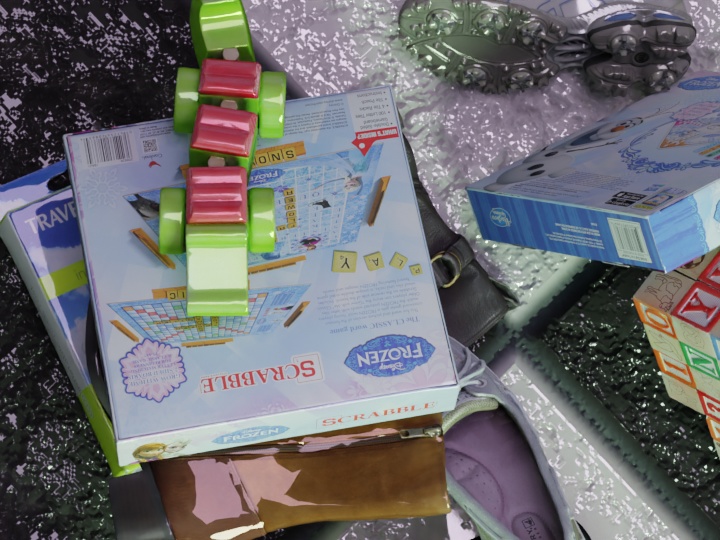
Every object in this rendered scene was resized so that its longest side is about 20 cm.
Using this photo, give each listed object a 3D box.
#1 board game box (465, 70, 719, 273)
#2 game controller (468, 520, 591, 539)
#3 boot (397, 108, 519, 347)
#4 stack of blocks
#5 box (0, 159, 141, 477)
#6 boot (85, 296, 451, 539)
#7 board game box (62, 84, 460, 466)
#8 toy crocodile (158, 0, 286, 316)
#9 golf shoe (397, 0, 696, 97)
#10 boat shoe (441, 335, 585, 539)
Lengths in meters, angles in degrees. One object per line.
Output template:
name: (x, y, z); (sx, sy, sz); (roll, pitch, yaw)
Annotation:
board game box: (0.201, -0.065, 1.728); (0.199, 0.200, 0.043); (-27, 110, -24)
game controller: (0.057, 0.220, 1.650); (0.200, 0.042, 0.104); (-21, 79, -8)
boot: (0.000, 0.000, 1.721); (0.200, 0.069, 0.174); (-30, 95, -34)
stack of blocks: (0.250, 0.073, 1.720); (0.115, 0.200, 0.059); (27, 68, 34)
box: (-0.137, 0.015, 1.712); (0.122, 0.048, 0.200); (-24, 85, -19)
boot: (-0.055, 0.069, 1.618); (0.200, 0.069, 0.189); (-13, 65, 4)
board game box: (-0.060, 0.001, 1.608); (0.200, 0.041, 0.200); (-9, 66, -6)
toy crocodile: (-0.079, -0.066, 1.580); (0.067, 0.062, 0.200); (4, 65, 0)
golf shoe: (0.119, -0.171, 1.822); (0.200, 0.078, 0.097); (5, 51, -13)
boat shoe: (0.074, 0.108, 1.643); (0.074, 0.065, 0.202); (-24, 59, -9)
